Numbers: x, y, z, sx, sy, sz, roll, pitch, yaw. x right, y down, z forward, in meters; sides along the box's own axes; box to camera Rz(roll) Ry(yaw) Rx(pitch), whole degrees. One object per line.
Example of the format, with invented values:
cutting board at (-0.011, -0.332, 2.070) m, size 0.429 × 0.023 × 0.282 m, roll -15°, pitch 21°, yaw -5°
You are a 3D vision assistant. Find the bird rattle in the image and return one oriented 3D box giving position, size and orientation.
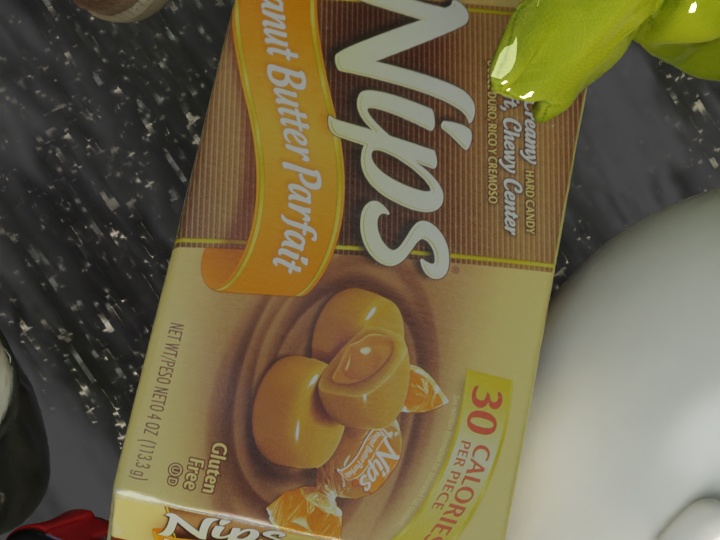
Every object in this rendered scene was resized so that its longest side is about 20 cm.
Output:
bird rattle at (0.080, -0.144, 0.804) m, size 0.112 × 0.163 × 0.201 m, roll -2°, pitch 108°, yaw -20°

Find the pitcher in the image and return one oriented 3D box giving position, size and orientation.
pitcher at (0.089, 0.083, 0.869) m, size 0.121 × 0.172 × 0.200 m, roll 34°, pitch 106°, yaw -15°

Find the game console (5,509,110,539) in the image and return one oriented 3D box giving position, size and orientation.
game console at (-0.039, 0.175, 0.878) m, size 0.200 × 0.031 × 0.178 m, roll 16°, pitch 120°, yaw 43°

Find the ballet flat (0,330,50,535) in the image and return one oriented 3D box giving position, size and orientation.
ballet flat at (-0.163, 0.008, 0.905) m, size 0.068 × 0.068 × 0.200 m, roll -38°, pitch 105°, yaw -18°

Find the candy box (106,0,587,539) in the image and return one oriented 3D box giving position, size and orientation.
candy box at (0.000, 0.000, 0.847) m, size 0.115 × 0.055 × 0.201 m, roll 13°, pitch 63°, yaw -2°

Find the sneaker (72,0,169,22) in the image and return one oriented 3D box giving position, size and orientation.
sneaker at (-0.083, -0.177, 0.838) m, size 0.075 × 0.070 × 0.201 m, roll 0°, pitch 102°, yaw -43°
